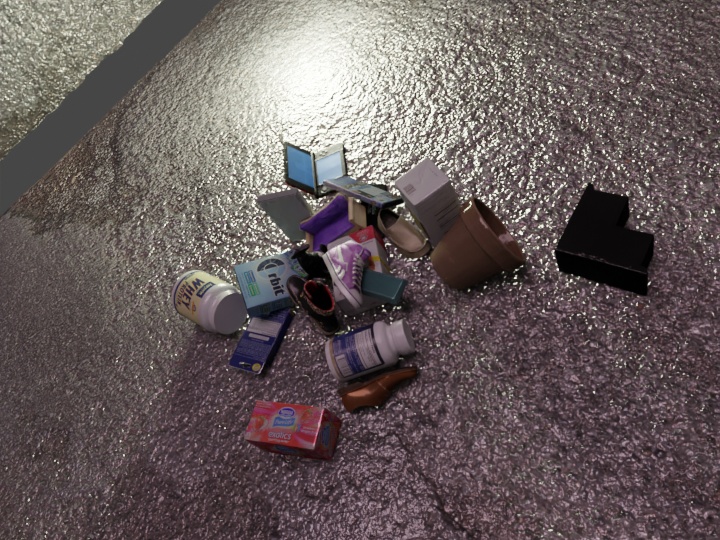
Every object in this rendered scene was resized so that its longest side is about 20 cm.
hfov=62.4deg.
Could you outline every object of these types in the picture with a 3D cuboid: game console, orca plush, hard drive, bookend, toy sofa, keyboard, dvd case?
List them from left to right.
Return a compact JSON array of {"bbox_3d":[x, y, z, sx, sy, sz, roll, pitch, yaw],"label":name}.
[{"bbox_3d":[-0.193,-0.157,1.720,0.131,0.200,0.026,-8,56,23],"label":"hard drive"},{"bbox_3d":[-0.140,-0.338,1.870,0.171,0.119,0.201,-20,52,15],"label":"game console"},{"bbox_3d":[-0.104,-0.020,1.592,0.071,0.200,0.106,26,75,23],"label":"orca plush"},{"bbox_3d":[-0.082,-0.121,1.662,0.199,0.097,0.083,-32,46,36],"label":"toy sofa"},{"bbox_3d":[0.010,-0.223,1.683,0.199,0.142,0.018,24,112,21],"label":"dvd case"},{"bbox_3d":[0.024,-0.168,1.731,0.103,0.040,0.201,3,56,3],"label":"keyboard"},{"bbox_3d":[0.570,-0.075,1.327,0.198,0.092,0.201,19,68,34],"label":"bookend"}]

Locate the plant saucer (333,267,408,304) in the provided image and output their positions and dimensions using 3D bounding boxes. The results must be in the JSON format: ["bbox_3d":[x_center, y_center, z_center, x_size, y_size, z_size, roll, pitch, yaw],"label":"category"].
[{"bbox_3d":[0.021,0.028,1.492,0.199,0.019,0.070,15,68,35],"label":"plant saucer"}]

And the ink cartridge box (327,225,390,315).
[{"bbox_3d":[0.000,0.000,1.587,0.144,0.083,0.201,-22,51,14],"label":"ink cartridge box"}]

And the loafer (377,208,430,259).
[{"bbox_3d":[0.107,-0.102,1.606,0.076,0.068,0.200,-45,53,-7],"label":"loafer"}]

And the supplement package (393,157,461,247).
[{"bbox_3d":[0.186,-0.166,1.523,0.109,0.200,0.114,-35,48,1],"label":"supplement package"}]

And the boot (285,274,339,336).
[{"bbox_3d":[-0.126,0.066,1.531,0.073,0.151,0.200,-33,70,-15],"label":"boot"}]

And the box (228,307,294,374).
[{"bbox_3d":[-0.273,0.188,1.639,0.120,0.032,0.201,8,62,32],"label":"box"}]

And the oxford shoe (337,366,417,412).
[{"bbox_3d":[0.049,0.278,1.397,0.199,0.071,0.072,-25,78,11],"label":"oxford shoe"}]

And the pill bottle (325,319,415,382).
[{"bbox_3d":[0.025,0.188,1.428,0.199,0.111,0.112,-21,51,14],"label":"pill bottle"}]

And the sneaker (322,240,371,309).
[{"bbox_3d":[-0.015,-0.001,1.473,0.114,0.073,0.201,-31,51,3],"label":"sneaker"}]

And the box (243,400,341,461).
[{"bbox_3d":[-0.160,0.377,1.408,0.198,0.095,0.103,0,58,28],"label":"box"}]

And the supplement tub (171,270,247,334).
[{"bbox_3d":[-0.434,0.093,1.716,0.199,0.145,0.146,20,69,37],"label":"supplement tub"}]

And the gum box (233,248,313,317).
[{"bbox_3d":[-0.239,0.032,1.670,0.198,0.045,0.170,-17,48,-14],"label":"gum box"}]

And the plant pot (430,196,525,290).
[{"bbox_3d":[0.268,-0.047,1.428,0.174,0.200,0.201,-41,46,23],"label":"plant pot"}]
